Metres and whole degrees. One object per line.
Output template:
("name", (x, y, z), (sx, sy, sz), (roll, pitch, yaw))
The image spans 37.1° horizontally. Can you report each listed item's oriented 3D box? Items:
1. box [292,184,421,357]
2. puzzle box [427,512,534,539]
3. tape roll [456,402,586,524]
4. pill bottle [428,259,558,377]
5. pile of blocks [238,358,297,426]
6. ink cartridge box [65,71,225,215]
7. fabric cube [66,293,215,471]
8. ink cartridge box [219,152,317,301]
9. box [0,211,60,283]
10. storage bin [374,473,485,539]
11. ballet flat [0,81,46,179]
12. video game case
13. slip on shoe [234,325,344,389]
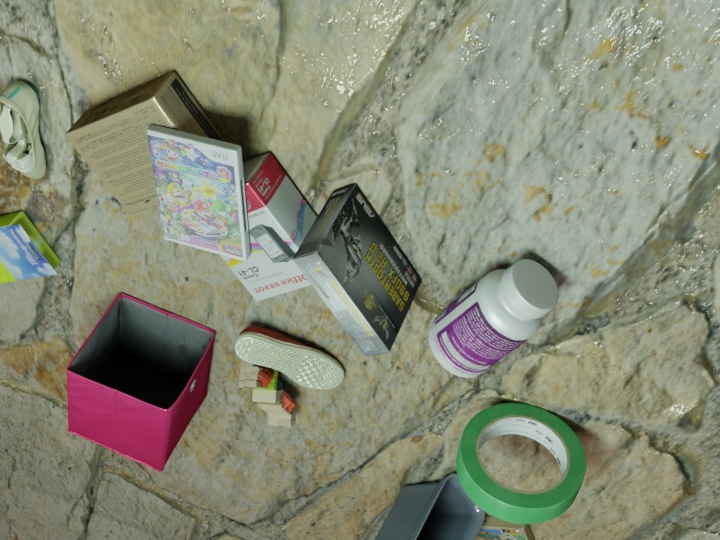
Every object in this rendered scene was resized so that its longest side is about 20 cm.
("box", (0.000, 0.000, 1.563), (0.048, 0.159, 0.200), (-15, 122, 36))
("puzzle box", (0.236, 0.516, 2.041), (0.200, 0.025, 0.133), (-3, 130, 29))
("tape roll", (0.253, 0.303, 1.698), (0.200, 0.201, 0.048), (17, 137, 10))
("pill bottle", (0.195, 0.068, 1.565), (0.112, 0.112, 0.200), (36, 137, -9))
("pile of blocks", (-0.149, 0.210, 1.900), (0.062, 0.082, 0.200), (2, 146, 22))
("ink cartridge box", (-0.312, -0.185, 1.599), (0.200, 0.075, 0.165), (-13, 125, 34))
("fabric cube", (-0.392, 0.201, 1.922), (0.200, 0.196, 0.200), (21, 137, 5))
("ink cartridge box", (-0.149, -0.063, 1.629), (0.147, 0.086, 0.200), (-16, 120, 36))
("box", (-0.632, -0.037, 1.919), (0.200, 0.048, 0.122), (-8, 128, 32))
("storage bin", (0.119, 0.481, 1.954), (0.134, 0.200, 0.146), (-11, 126, 47))
("ballet flat", (-0.541, -0.208, 1.698), (0.069, 0.070, 0.200), (19, 137, 9))
("video game case", (-0.232, -0.110, 1.556), (0.143, 0.018, 0.200), (15, 133, 17))
("slip on shoe", (-0.119, 0.145, 1.839), (0.200, 0.061, 0.074), (21, 114, -12))
